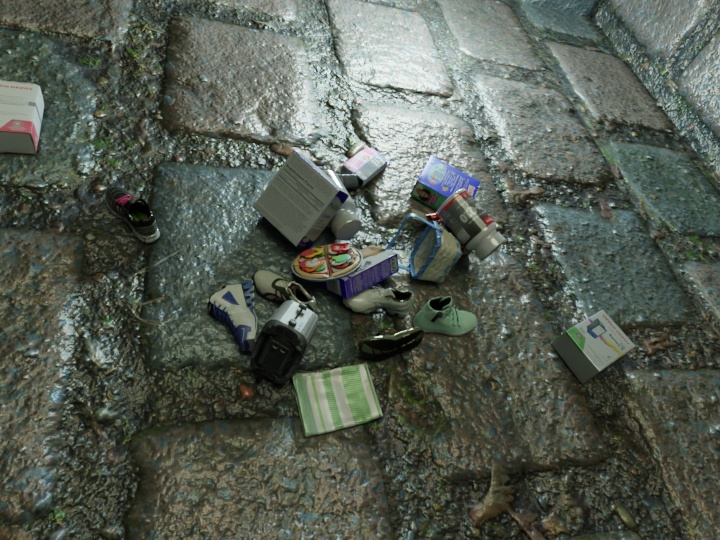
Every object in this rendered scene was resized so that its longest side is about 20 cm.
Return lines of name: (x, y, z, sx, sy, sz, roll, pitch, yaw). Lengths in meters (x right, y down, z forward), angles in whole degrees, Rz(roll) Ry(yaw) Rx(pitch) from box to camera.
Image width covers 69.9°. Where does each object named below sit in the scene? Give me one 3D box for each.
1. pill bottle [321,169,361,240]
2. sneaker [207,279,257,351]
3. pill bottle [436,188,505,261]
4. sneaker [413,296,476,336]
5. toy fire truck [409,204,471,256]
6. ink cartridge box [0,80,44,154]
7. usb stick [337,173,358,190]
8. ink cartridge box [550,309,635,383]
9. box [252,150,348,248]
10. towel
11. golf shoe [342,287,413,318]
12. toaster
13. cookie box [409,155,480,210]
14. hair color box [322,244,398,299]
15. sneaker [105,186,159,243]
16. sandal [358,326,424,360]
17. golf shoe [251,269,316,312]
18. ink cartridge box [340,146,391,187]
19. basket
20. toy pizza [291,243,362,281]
pill bottle: (-0.079, -0.195, 1.553, 0.113, 0.115, 0.201, -15, 61, -29)
sneaker: (-0.316, 0.110, 1.265, 0.114, 0.081, 0.201, -2, 48, -17)
pill bottle: (0.332, -0.135, 1.538, 0.113, 0.114, 0.200, -31, 76, -36)
sneaker: (0.257, 0.123, 1.436, 0.198, 0.119, 0.074, 0, 52, -22)
toy fire truck: (0.252, -0.133, 1.639, 0.198, 0.129, 0.177, -9, 58, -12)
ink cartridge box: (-0.963, -0.421, 1.412, 0.145, 0.083, 0.201, 0, 55, -20)
usb stick: (-0.099, -0.283, 1.659, 0.198, 0.033, 0.056, -6, 86, -24)
ink cartridge box: (0.698, 0.225, 1.545, 0.199, 0.088, 0.146, -18, 61, -32)
box: (-0.166, -0.197, 1.459, 0.184, 0.200, 0.105, 42, 10, 13)
towel: (-0.056, 0.305, 1.243, 0.198, 0.023, 0.154, -5, 57, -24)
golf shoe: (0.052, 0.070, 1.414, 0.198, 0.098, 0.079, 6, 54, -14)
toaster: (-0.177, 0.167, 1.210, 0.113, 0.201, 0.129, 28, 32, 1)
cookie box: (0.295, -0.283, 1.785, 0.199, 0.075, 0.172, 29, 49, 3)
hair color box: (0.000, 0.000, 1.438, 0.199, 0.065, 0.109, -26, 31, -35)
sneaker: (-0.599, -0.165, 1.352, 0.200, 0.088, 0.074, 45, 52, 16)
sandal: (0.077, 0.184, 1.360, 0.199, 0.080, 0.057, -8, 40, -33)
golf shoe: (-0.193, 0.049, 1.345, 0.199, 0.088, 0.077, 33, 52, 8)
ink cartridge box: (0.025, -0.368, 1.777, 0.094, 0.037, 0.200, 38, 49, 9)
basket: (0.181, -0.060, 1.519, 0.199, 0.177, 0.140, 21, 33, -22)
toy pizza: (-0.093, -0.032, 1.414, 0.198, 0.032, 0.201, -5, 29, 3)
